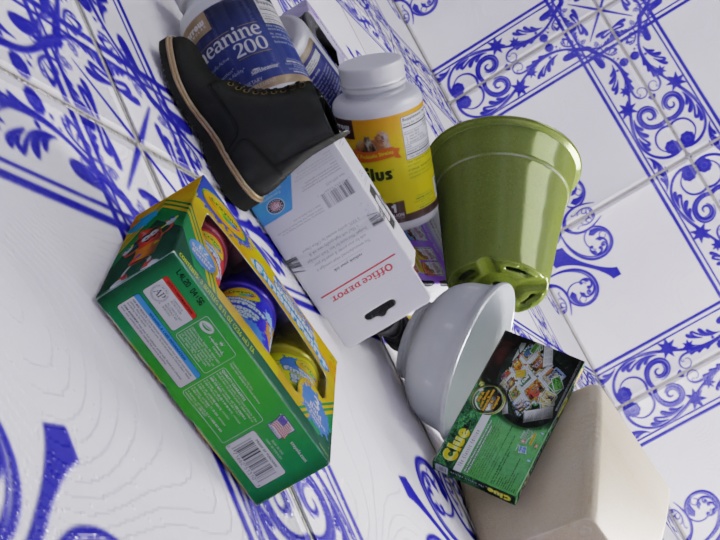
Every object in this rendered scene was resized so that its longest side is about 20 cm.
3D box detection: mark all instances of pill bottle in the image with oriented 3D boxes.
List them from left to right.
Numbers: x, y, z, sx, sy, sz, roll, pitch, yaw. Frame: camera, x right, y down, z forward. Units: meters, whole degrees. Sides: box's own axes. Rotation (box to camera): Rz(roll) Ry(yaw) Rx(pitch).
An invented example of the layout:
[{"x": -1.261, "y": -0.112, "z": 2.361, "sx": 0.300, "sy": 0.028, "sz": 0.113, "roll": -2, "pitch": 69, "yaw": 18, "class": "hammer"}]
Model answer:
[{"x": -0.134, "y": -0.245, "z": 1.454, "sx": 0.200, "sy": 0.111, "sz": 0.111, "roll": 63, "pitch": 13, "yaw": 18, "class": "pill bottle"}, {"x": -0.066, "y": -0.208, "z": 1.625, "sx": 0.200, "sy": 0.115, "sz": 0.116, "roll": 49, "pitch": 16, "yaw": -38, "class": "pill bottle"}, {"x": 0.028, "y": -0.154, "z": 1.570, "sx": 0.109, "sy": 0.109, "sz": 0.201, "roll": -88, "pitch": 169, "yaw": -68, "class": "pill bottle"}]

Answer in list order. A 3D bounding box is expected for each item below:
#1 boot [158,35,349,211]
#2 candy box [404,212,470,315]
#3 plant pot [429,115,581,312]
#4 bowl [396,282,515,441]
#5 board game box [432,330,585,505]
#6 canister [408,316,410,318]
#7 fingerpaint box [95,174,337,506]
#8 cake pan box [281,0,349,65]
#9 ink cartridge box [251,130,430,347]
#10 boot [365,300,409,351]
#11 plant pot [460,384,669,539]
[{"x": -0.108, "y": -0.179, "z": 1.339, "sx": 0.200, "sy": 0.138, "sz": 0.077, "roll": 60, "pitch": 13, "yaw": 9, "class": "boot"}, {"x": 0.091, "y": -0.027, "z": 1.712, "sx": 0.199, "sy": 0.072, "sz": 0.168, "roll": 2, "pitch": 51, "yaw": -38, "class": "candy box"}, {"x": 0.172, "y": -0.054, "z": 1.621, "sx": 0.200, "sy": 0.199, "sz": 0.191, "roll": 47, "pitch": 40, "yaw": -45, "class": "plant pot"}, {"x": 0.102, "y": 0.095, "z": 1.541, "sx": 0.090, "sy": 0.202, "sz": 0.201, "roll": 20, "pitch": -1, "yaw": 20, "class": "bowl"}, {"x": 0.172, "y": 0.165, "z": 1.504, "sx": 0.104, "sy": 0.200, "sz": 0.024, "roll": 23, "pitch": -33, "yaw": 17, "class": "board game box"}, {"x": 0.098, "y": 0.002, "z": 1.857, "sx": 0.149, "sy": 0.086, "sz": 0.200, "roll": 48, "pitch": 18, "yaw": -40, "class": "canister"}, {"x": -0.099, "y": 0.048, "z": 1.000, "sx": 0.200, "sy": 0.073, "sz": 0.167, "roll": 56, "pitch": 13, "yaw": -18, "class": "fingerpaint box"}, {"x": -0.041, "y": -0.274, "z": 1.874, "sx": 0.200, "sy": 0.052, "sz": 0.184, "roll": 52, "pitch": 12, "yaw": -29, "class": "cake pan box"}, {"x": -0.020, "y": -0.032, "z": 1.402, "sx": 0.200, "sy": 0.116, "sz": 0.067, "roll": 57, "pitch": 11, "yaw": -12, "class": "ink cartridge box"}, {"x": 0.000, "y": 0.000, "z": 1.560, "sx": 0.132, "sy": 0.070, "sz": 0.201, "roll": 44, "pitch": 26, "yaw": -71, "class": "boot"}, {"x": 0.238, "y": 0.290, "z": 1.529, "sx": 0.200, "sy": 0.200, "sz": 0.177, "roll": 53, "pitch": 24, "yaw": -26, "class": "plant pot"}]
